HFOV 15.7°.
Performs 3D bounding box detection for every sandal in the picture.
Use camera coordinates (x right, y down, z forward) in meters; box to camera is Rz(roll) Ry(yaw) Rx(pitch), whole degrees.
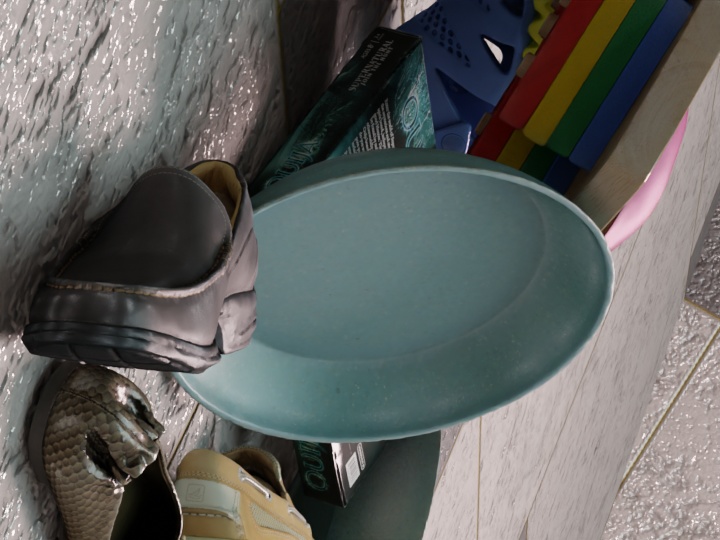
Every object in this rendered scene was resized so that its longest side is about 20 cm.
[{"bbox_3d":[0.056,-0.111,1.336,0.080,0.087,0.201,-77,179,-58],"label":"sandal"}]

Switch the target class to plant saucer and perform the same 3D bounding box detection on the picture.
[{"bbox_3d":[0.010,0.006,1.140,0.200,0.199,0.036,90,-9,-53],"label":"plant saucer"},{"bbox_3d":[-0.014,0.142,1.397,0.201,0.039,0.202,-161,-90,-76],"label":"plant saucer"}]

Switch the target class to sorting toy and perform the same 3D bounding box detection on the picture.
[{"bbox_3d":[0.116,-0.103,1.194,0.199,0.069,0.200,-59,-179,-21],"label":"sorting toy"}]

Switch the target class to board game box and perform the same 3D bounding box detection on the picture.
[{"bbox_3d":[0.000,0.000,1.274,0.135,0.028,0.201,-54,148,-37],"label":"board game box"}]

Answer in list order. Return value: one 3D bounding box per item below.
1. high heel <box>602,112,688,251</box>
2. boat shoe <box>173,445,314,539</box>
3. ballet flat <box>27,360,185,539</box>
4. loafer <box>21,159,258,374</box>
[{"bbox_3d":[0.097,-0.030,1.299,0.200,0.067,0.096,-58,163,1],"label":"high heel"},{"bbox_3d":[-0.052,0.123,1.256,0.200,0.071,0.077,66,26,-77],"label":"boat shoe"},{"bbox_3d":[-0.095,0.097,1.070,0.200,0.046,0.068,85,26,-60],"label":"ballet flat"},{"bbox_3d":[-0.079,-0.004,0.972,0.200,0.072,0.073,-47,144,-83],"label":"loafer"}]
